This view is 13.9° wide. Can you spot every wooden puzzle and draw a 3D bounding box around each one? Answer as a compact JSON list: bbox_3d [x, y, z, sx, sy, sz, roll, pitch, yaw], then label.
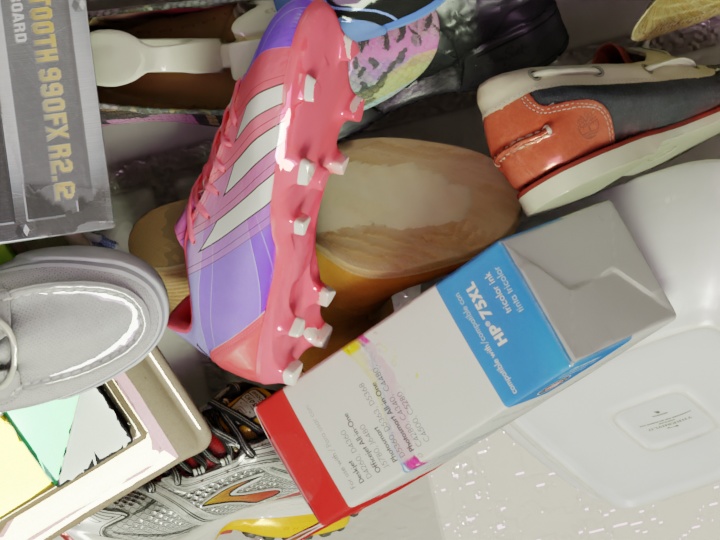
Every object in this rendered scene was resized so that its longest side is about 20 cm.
[{"bbox_3d":[-0.196,0.059,1.359,0.200,0.037,0.185,-30,112,6],"label":"wooden puzzle"}]

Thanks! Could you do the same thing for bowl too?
[{"bbox_3d":[0.147,0.045,1.463,0.200,0.075,0.200,-21,139,27],"label":"bowl"}]

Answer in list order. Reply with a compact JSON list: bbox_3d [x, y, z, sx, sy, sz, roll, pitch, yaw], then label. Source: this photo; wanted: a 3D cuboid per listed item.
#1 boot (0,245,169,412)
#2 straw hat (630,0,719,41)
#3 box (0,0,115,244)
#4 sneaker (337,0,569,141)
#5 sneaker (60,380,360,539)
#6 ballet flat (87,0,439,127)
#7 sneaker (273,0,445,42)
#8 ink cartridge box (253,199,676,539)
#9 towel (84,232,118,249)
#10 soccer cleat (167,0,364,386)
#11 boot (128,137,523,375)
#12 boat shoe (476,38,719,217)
[{"bbox_3d":[-0.177,0.047,1.291,0.200,0.096,0.074,-14,110,-5],"label":"boot"},{"bbox_3d":[0.186,-0.187,1.323,0.201,0.201,0.085,-29,85,11],"label":"straw hat"},{"bbox_3d":[-0.198,-0.106,1.268,0.158,0.048,0.200,-9,96,-17],"label":"box"},{"bbox_3d":[0.019,-0.129,1.363,0.200,0.060,0.104,-18,116,9],"label":"sneaker"},{"bbox_3d":[-0.076,0.091,1.472,0.200,0.078,0.082,-11,135,-37],"label":"sneaker"},{"bbox_3d":[-0.066,-0.096,1.324,0.200,0.071,0.069,-3,93,18],"label":"ballet flat"},{"bbox_3d":[0.049,-0.169,1.271,0.200,0.070,0.078,-31,167,-6],"label":"sneaker"},{"bbox_3d":[0.035,0.052,1.369,0.200,0.116,0.067,-34,82,31],"label":"ink cartridge box"},{"bbox_3d":[-0.223,-0.007,1.384,0.147,0.024,0.200,-38,143,12],"label":"towel"},{"bbox_3d":[-0.047,-0.035,1.291,0.076,0.067,0.200,20,131,17],"label":"soccer cleat"},{"bbox_3d":[0.000,0.001,1.417,0.201,0.071,0.144,-8,155,19],"label":"boot"},{"bbox_3d":[0.125,-0.078,1.374,0.071,0.063,0.200,-35,171,40],"label":"boat shoe"}]
